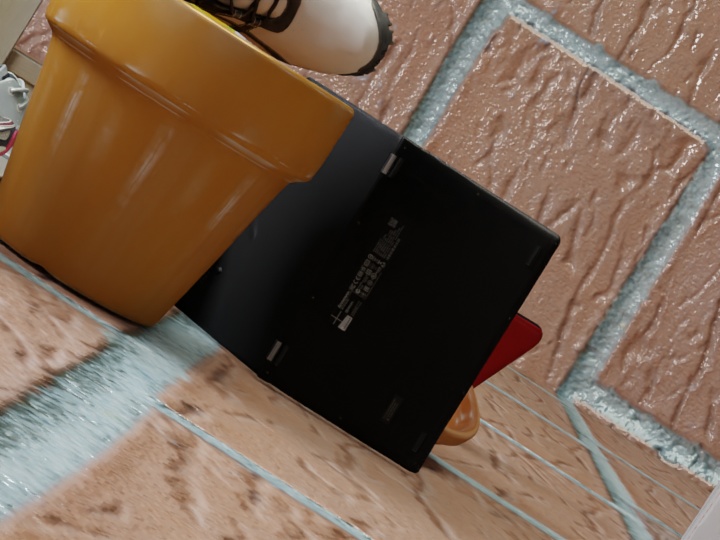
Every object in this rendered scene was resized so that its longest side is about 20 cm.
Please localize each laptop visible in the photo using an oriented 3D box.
[{"bbox_3d":[0.000,0.000,1.755,0.199,0.188,0.116,32,3,-5],"label":"laptop"}]

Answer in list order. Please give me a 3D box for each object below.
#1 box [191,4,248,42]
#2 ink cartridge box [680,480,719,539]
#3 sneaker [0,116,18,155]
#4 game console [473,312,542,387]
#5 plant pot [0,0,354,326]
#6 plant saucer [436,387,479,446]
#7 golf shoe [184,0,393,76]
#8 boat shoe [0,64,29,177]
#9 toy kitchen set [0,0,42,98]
[{"bbox_3d":[-0.099,-0.105,1.897,0.200,0.117,0.048,42,14,-20],"label":"box"},{"bbox_3d":[0.334,0.215,2.180,0.083,0.146,0.200,35,3,7],"label":"ink cartridge box"},{"bbox_3d":[-0.326,-0.144,1.795,0.199,0.075,0.081,33,3,-11],"label":"sneaker"},{"bbox_3d":[0.020,0.032,2.141,0.200,0.119,0.172,31,4,-40],"label":"game console"},{"bbox_3d":[-0.134,-0.074,1.604,0.199,0.184,0.200,31,2,-1],"label":"plant pot"},{"bbox_3d":[0.012,0.048,1.864,0.200,0.037,0.200,47,18,-20],"label":"plant saucer"},{"bbox_3d":[-0.075,-0.180,1.635,0.199,0.078,0.094,30,20,6],"label":"golf shoe"},{"bbox_3d":[-0.282,-0.122,1.900,0.200,0.072,0.070,34,1,-19],"label":"boat shoe"},{"bbox_3d":[-0.320,-0.212,2.110,0.199,0.164,0.180,32,3,-7],"label":"toy kitchen set"}]
